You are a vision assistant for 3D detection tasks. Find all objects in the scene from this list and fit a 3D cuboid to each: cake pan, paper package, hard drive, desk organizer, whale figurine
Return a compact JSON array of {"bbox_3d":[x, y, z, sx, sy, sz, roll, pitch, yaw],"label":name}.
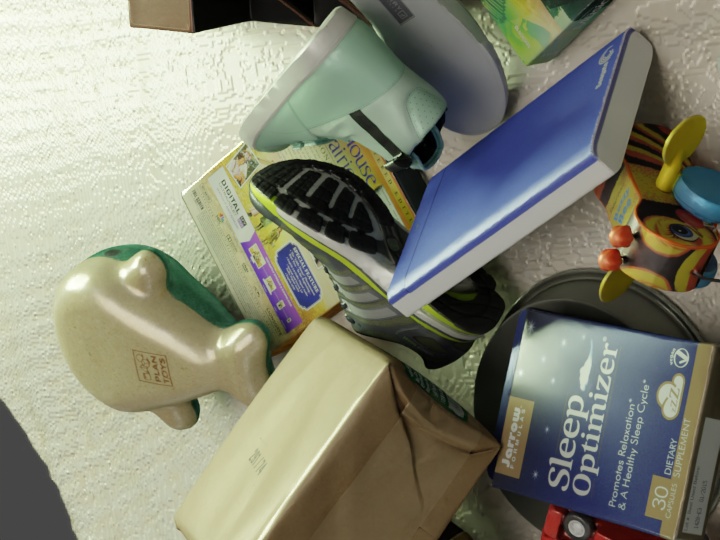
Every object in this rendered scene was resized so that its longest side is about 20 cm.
[{"bbox_3d":[0.155,0.100,1.524,0.200,0.037,0.201,12,108,38],"label":"cake pan"},{"bbox_3d":[-0.022,0.144,1.544,0.191,0.103,0.200,-55,17,-2],"label":"paper package"},{"bbox_3d":[0.102,-0.063,1.473,0.025,0.132,0.200,39,133,-17],"label":"hard drive"},{"bbox_3d":[-0.078,-0.210,1.624,0.200,0.072,0.077,10,110,40],"label":"desk organizer"},{"bbox_3d":[-0.136,0.045,1.723,0.200,0.104,0.160,10,125,32],"label":"whale figurine"}]

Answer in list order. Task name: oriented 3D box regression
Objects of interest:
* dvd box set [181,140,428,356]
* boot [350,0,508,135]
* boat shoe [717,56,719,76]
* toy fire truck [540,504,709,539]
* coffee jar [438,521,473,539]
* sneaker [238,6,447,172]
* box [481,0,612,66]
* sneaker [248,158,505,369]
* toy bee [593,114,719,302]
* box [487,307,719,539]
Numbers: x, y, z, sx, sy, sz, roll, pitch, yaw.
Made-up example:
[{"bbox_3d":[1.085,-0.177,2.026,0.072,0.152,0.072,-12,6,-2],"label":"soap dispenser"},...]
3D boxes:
[{"bbox_3d":[-0.037,-0.044,1.657,0.200,0.029,0.147,-38,76,41],"label":"dvd box set"},{"bbox_3d":[0.040,-0.191,1.526,0.073,0.096,0.200,-22,120,28],"label":"boot"},{"bbox_3d":[0.291,-0.138,1.329,0.200,0.072,0.069,-27,83,51],"label":"boat shoe"},{"bbox_3d":[0.202,0.235,1.478,0.200,0.049,0.141,26,126,23],"label":"toy fire truck"},{"bbox_3d":[0.082,0.260,1.568,0.200,0.104,0.085,41,152,17],"label":"coffee jar"},{"bbox_3d":[-0.009,-0.095,1.537,0.118,0.074,0.200,40,159,-4],"label":"sneaker"},{"bbox_3d":[0.136,-0.247,1.452,0.200,0.036,0.145,-45,71,40],"label":"box"},{"bbox_3d":[0.000,0.000,1.568,0.200,0.074,0.081,38,134,10],"label":"sneaker"},{"bbox_3d":[0.185,-0.031,1.373,0.200,0.108,0.131,31,113,59],"label":"toy bee"},{"bbox_3d":[0.147,0.093,1.434,0.200,0.032,0.122,11,89,52],"label":"box"}]
